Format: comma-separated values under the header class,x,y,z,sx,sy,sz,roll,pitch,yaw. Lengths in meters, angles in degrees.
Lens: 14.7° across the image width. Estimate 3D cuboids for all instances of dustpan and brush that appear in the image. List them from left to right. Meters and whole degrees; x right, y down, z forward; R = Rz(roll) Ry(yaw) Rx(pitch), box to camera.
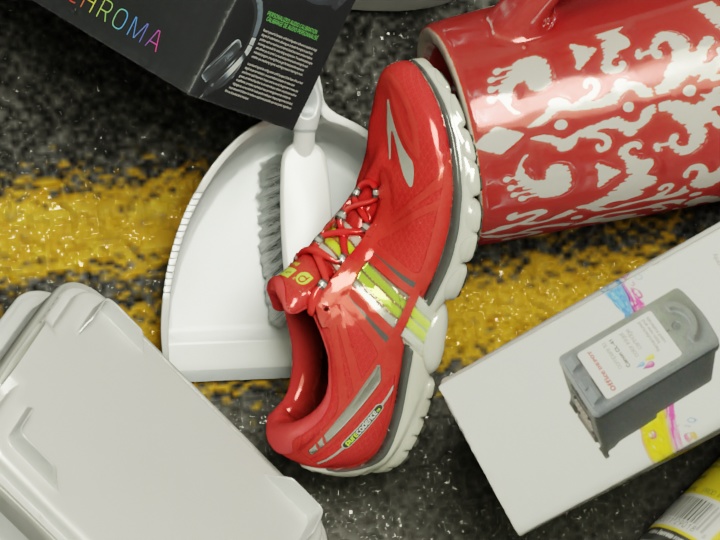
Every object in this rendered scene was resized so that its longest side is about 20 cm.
class,x,y,z,sx,sy,sz,roll,pitch,yaw
dustpan and brush,-0.029,-0.049,1.337,0.139,0.057,0.202,-2,89,-12

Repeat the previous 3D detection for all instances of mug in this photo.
class,x,y,z,sx,sy,sz,roll,pitch,yaw
mug,0.132,-0.108,1.352,0.199,0.133,0.179,-14,100,-9

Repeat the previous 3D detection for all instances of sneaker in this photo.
class,x,y,z,sx,sy,sz,roll,pitch,yaw
sneaker,0.000,0.000,1.288,0.084,0.077,0.201,5,101,-25

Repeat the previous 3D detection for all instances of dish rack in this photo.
class,x,y,z,sx,sy,sz,roll,pitch,yaw
dish rack,-0.095,0.102,1.254,0.200,0.043,0.172,45,32,-11

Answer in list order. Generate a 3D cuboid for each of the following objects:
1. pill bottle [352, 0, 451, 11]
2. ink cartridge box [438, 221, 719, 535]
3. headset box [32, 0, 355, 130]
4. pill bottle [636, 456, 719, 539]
class,x,y,z,sx,sy,sz,roll,pitch,yaw
pill bottle,0.011,-0.236,1.370,0.113,0.114,0.202,5,80,-10
ink cartridge box,0.155,0.033,1.288,0.199,0.147,0.086,-31,84,21
headset box,-0.071,-0.197,1.288,0.174,0.093,0.201,32,99,30
pill bottle,0.229,0.113,1.345,0.200,0.111,0.111,-43,89,-15
